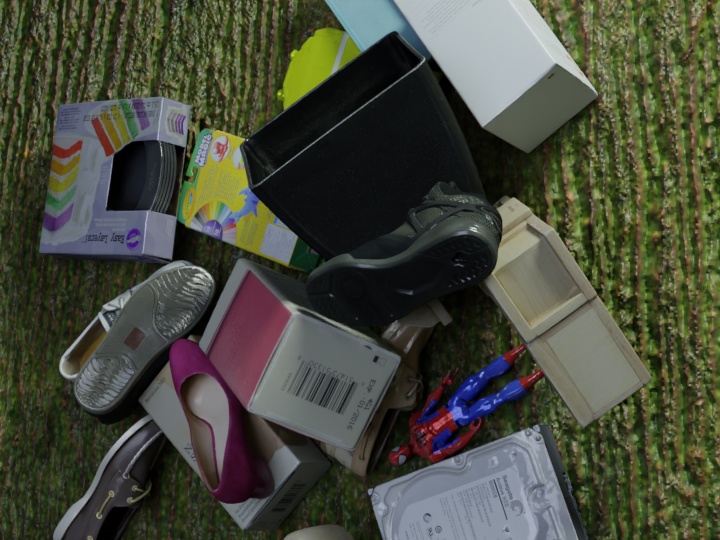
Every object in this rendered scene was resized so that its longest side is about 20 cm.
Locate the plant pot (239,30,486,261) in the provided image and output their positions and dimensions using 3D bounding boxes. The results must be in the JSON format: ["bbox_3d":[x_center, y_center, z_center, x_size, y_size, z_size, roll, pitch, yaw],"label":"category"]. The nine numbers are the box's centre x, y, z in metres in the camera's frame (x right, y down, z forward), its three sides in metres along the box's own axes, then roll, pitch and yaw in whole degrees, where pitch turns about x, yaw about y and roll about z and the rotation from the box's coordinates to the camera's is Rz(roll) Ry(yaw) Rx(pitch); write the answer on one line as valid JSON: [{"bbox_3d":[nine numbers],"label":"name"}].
[{"bbox_3d":[0.015,-0.093,1.474,0.200,0.200,0.178,-35,108,4],"label":"plant pot"}]

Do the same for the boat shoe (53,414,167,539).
[{"bbox_3d":[-0.267,0.247,1.676,0.059,0.072,0.200,42,106,21],"label":"boat shoe"}]

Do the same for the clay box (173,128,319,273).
[{"bbox_3d":[-0.115,-0.080,1.645,0.200,0.048,0.115,22,94,41],"label":"clay box"}]

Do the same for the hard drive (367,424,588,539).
[{"bbox_3d":[0.116,0.249,1.483,0.199,0.038,0.140,-23,76,22],"label":"hard drive"}]

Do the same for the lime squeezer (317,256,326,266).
[{"bbox_3d":[0.000,0.000,1.599,0.199,0.038,0.071,19,59,30],"label":"lime squeezer"}]

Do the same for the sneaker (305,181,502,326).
[{"bbox_3d":[0.046,-0.016,1.383,0.199,0.114,0.076,-23,110,29],"label":"sneaker"}]

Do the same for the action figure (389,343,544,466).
[{"bbox_3d":[0.106,0.135,1.508,0.200,0.052,0.066,-41,71,19],"label":"action figure"}]

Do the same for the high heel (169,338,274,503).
[{"bbox_3d":[-0.162,0.150,1.536,0.067,0.096,0.201,-33,68,18],"label":"high heel"}]

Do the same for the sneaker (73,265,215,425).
[{"bbox_3d":[-0.237,0.081,1.659,0.075,0.106,0.200,41,77,9],"label":"sneaker"}]

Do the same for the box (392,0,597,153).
[{"bbox_3d":[0.130,-0.234,1.510,0.097,0.124,0.200,-40,65,17],"label":"box"}]

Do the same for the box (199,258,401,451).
[{"bbox_3d":[-0.066,0.081,1.510,0.109,0.128,0.200,-64,24,6],"label":"box"}]

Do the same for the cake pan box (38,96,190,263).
[{"bbox_3d":[-0.282,-0.103,1.731,0.199,0.052,0.185,3,85,41],"label":"cake pan box"}]

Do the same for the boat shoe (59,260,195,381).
[{"bbox_3d":[-0.264,0.060,1.702,0.200,0.070,0.071,-39,66,17],"label":"boat shoe"}]

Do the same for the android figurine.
[{"bbox_3d":[-0.003,-0.190,1.621,0.199,0.041,0.183,17,90,29],"label":"android figurine"}]

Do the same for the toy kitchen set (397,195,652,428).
[{"bbox_3d":[0.139,0.055,1.445,0.163,0.200,0.181,-35,103,1],"label":"toy kitchen set"}]

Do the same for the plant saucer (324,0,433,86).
[{"bbox_3d":[0.012,-0.276,1.606,0.070,0.019,0.200,-33,57,2],"label":"plant saucer"}]

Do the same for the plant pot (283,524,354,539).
[{"bbox_3d":[-0.033,0.359,1.468,0.200,0.200,0.184,-38,60,18],"label":"plant pot"}]

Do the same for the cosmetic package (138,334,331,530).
[{"bbox_3d":[-0.137,0.174,1.615,0.200,0.071,0.105,44,103,26],"label":"cosmetic package"}]

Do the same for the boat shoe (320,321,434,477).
[{"bbox_3d":[0.036,0.117,1.539,0.064,0.071,0.200,35,105,19],"label":"boat shoe"}]
